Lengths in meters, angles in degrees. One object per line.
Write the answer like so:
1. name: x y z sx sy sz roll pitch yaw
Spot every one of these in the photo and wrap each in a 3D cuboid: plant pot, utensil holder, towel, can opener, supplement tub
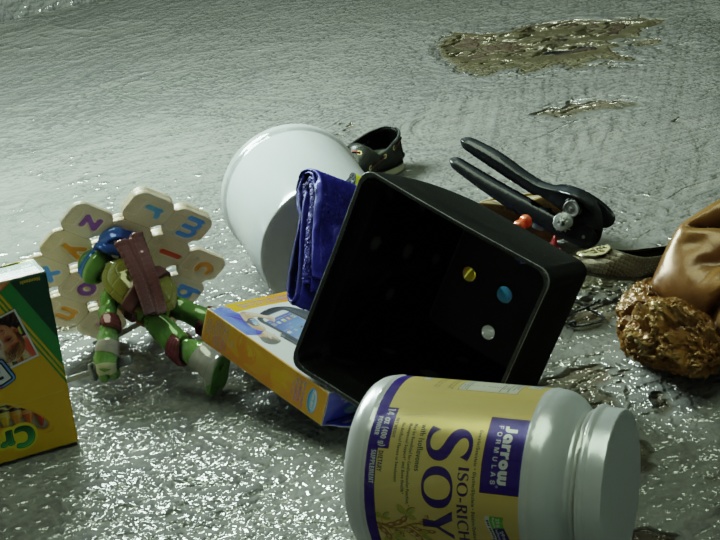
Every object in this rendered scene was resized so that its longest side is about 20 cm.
1. plant pot: 0.090 0.033 1.460 0.200 0.200 0.177 31 21 24
2. utensil holder: -0.056 -0.055 1.805 0.170 0.170 0.200 -11 25 -12
3. towel: 0.021 -0.009 1.594 0.200 0.148 0.050 21 -28 -34
4. can opener: 0.188 -0.086 1.813 0.200 0.063 0.079 26 6 14
5. supplement tub: 0.102 0.158 1.234 0.200 0.146 0.145 3 23 23

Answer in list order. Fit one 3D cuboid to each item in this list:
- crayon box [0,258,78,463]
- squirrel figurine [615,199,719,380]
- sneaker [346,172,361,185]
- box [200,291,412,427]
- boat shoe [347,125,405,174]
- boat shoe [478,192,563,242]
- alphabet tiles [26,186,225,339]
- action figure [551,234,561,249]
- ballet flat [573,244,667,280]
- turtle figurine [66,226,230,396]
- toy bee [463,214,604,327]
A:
1. crayon box: -0.375 0.098 1.480 0.200 0.173 0.058 -15 20 -20
2. squirrel figurine: 0.342 0.052 1.506 0.200 0.142 0.187 -24 35 -8
3. sneaker: 0.000 0.000 1.661 0.078 0.200 0.066 19 -12 -14
4. box: -0.043 0.085 1.534 0.200 0.042 0.119 30 28 37
5. boat shoe: -0.011 -0.140 2.149 0.074 0.063 0.201 12 29 33
6. boat shoe: 0.163 -0.049 1.870 0.200 0.074 0.069 -9 2 -7
7. alphabet tiles: -0.248 -0.005 1.685 0.195 0.200 0.015 22 32 -37
8. action figure: 0.120 -0.033 1.794 0.200 0.099 0.065 -8 20 2
9. ballet flat: 0.316 -0.017 1.720 0.200 0.046 0.067 -1 15 -13
10. turtle figurine: -0.213 0.072 1.643 0.194 0.200 0.144 25 3 16
11. toy bee: 0.153 -0.008 1.701 0.200 0.109 0.131 -3 20 8
